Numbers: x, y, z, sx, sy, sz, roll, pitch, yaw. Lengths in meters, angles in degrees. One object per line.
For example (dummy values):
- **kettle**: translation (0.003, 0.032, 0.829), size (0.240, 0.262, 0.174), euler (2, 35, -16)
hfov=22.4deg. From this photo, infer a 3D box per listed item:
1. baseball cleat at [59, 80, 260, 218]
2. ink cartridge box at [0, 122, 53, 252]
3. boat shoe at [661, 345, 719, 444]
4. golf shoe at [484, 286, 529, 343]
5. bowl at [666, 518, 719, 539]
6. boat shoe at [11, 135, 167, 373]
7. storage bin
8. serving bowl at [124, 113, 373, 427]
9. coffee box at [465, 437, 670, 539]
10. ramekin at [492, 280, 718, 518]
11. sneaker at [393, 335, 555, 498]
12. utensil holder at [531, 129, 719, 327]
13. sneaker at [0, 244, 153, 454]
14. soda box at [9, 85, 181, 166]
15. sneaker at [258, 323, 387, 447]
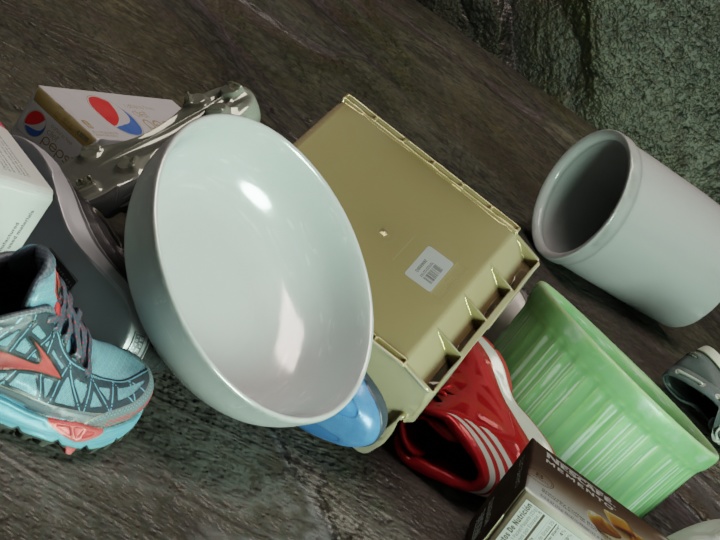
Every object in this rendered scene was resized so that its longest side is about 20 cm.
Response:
- **baseball cleat**: translation (-0.145, -0.056, 1.301), size (0.199, 0.107, 0.070), euler (-30, 38, -26)
- **ink cartridge box**: translation (-0.303, -0.076, 1.070), size (0.199, 0.085, 0.145), euler (18, 24, -50)
- **boat shoe**: translation (0.385, 0.164, 1.896), size (0.061, 0.073, 0.201), euler (-19, 50, -16)
- **golf shoe**: translation (0.069, 0.013, 1.644), size (0.200, 0.078, 0.094), euler (40, 34, 21)
- **bowl**: translation (0.316, 0.265, 1.404), size (0.200, 0.075, 0.200), euler (42, 18, 24)
- **boat shoe**: translation (-0.179, -0.008, 1.169), size (0.200, 0.070, 0.066), euler (47, 12, 33)
- **storage bin**: translation (0.000, 0.000, 1.315), size (0.198, 0.094, 0.200), euler (38, 42, 6)
- **serving bowl**: translation (-0.078, 0.007, 1.140), size (0.200, 0.066, 0.202), euler (30, 49, -41)
- **coffee box**: translation (0.170, 0.215, 1.222), size (0.199, 0.080, 0.114), euler (37, 13, 1)
- **ramekin**: translation (0.181, 0.112, 1.456), size (0.200, 0.098, 0.200), euler (43, 7, -6)
- **sneaker**: translation (0.059, 0.091, 1.361), size (0.115, 0.079, 0.200), euler (20, 21, -48)
- **utensil holder**: translation (0.328, -0.044, 2.151), size (0.199, 0.170, 0.170), euler (31, 16, -27)
- **sneaker**: translation (-0.178, 0.036, 0.986), size (0.199, 0.096, 0.079), euler (18, 24, -47)
- **soda box**: translation (-0.187, -0.093, 1.398), size (0.068, 0.064, 0.200), euler (40, 17, 17)
- **sneaker**: translation (-0.074, 0.061, 1.213), size (0.200, 0.066, 0.078), euler (38, 32, 4)
